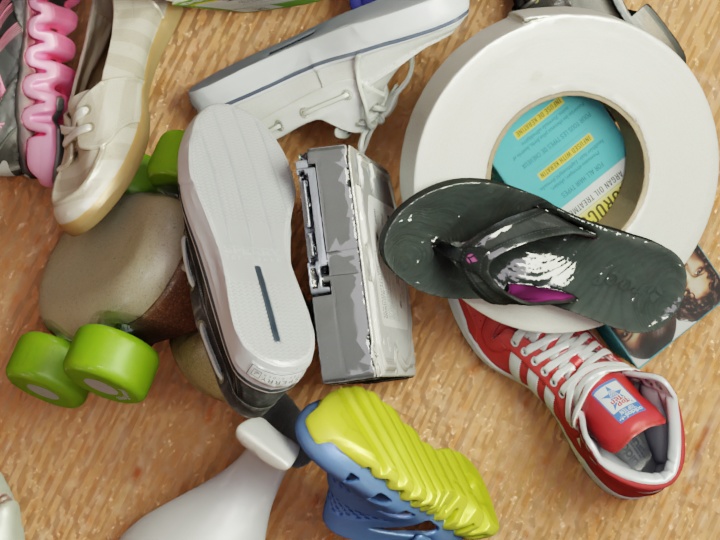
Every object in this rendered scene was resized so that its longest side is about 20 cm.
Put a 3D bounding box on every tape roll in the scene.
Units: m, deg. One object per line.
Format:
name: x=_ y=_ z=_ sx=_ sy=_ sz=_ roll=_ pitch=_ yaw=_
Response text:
tape roll: x=0.123 y=-0.062 z=1.435 sx=0.202 sy=0.037 sz=0.204 roll=-3 pitch=105 yaw=-13

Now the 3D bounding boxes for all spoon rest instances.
spoon rest: x=-0.092 y=0.167 z=1.453 sx=0.099 sy=0.061 sz=0.200 roll=37 pitch=122 yaw=6

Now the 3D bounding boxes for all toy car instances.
toy car: x=-0.093 y=0.034 z=1.475 sx=0.200 sy=0.158 sz=0.165 roll=32 pitch=69 yaw=-27

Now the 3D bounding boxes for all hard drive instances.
hard drive: x=0.000 y=0.000 z=1.435 sx=0.038 sy=0.200 sz=0.140 roll=-8 pitch=86 yaw=8

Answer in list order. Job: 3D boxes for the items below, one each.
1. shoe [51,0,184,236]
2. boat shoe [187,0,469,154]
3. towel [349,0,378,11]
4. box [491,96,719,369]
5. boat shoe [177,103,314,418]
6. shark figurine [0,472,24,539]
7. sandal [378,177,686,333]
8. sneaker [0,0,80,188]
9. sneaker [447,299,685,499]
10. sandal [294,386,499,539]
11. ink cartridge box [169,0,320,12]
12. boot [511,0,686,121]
shoe: x=-0.164 y=-0.108 z=1.462 sx=0.053 sy=0.070 sz=0.201 roll=35 pitch=49 yaw=-26
boat shoe: x=-0.010 y=-0.114 z=1.481 sx=0.201 sy=0.075 sz=0.086 roll=-21 pitch=104 yaw=22
towel: x=0.067 y=-0.251 z=1.493 sx=0.199 sy=0.050 sz=0.148 roll=-21 pitch=83 yaw=26
box: x=0.149 y=-0.039 z=1.495 sx=0.082 sy=0.049 sz=0.200 roll=-39 pitch=110 yaw=-3
boat shoe: x=-0.078 y=-0.006 z=1.353 sx=0.072 sy=0.071 sz=0.201 roll=10 pitch=50 yaw=-25
shark figurine: x=-0.267 y=0.235 z=1.443 sx=0.089 sy=0.215 sz=0.128 roll=-9 pitch=121 yaw=30
sandal: x=0.110 y=-0.007 z=1.401 sx=0.200 sy=0.048 sz=0.076 roll=11 pitch=102 yaw=-18
sneaker: x=-0.231 y=-0.152 z=1.495 sx=0.095 sy=0.079 sz=0.201 roll=-2 pitch=82 yaw=13
sneaker: x=0.136 y=0.063 z=1.489 sx=0.071 sy=0.112 sz=0.200 roll=-41 pitch=91 yaw=-8
sandal: x=0.011 y=0.139 z=1.451 sx=0.087 sy=0.200 sz=0.080 roll=-32 pitch=52 yaw=13
ink cartridge box: x=-0.099 y=-0.242 z=1.438 sx=0.076 sy=0.200 sz=0.148 roll=-5 pitch=90 yaw=29
boot: x=0.100 y=-0.137 z=1.523 sx=0.174 sy=0.069 sz=0.200 roll=-45 pitch=92 yaw=-7
